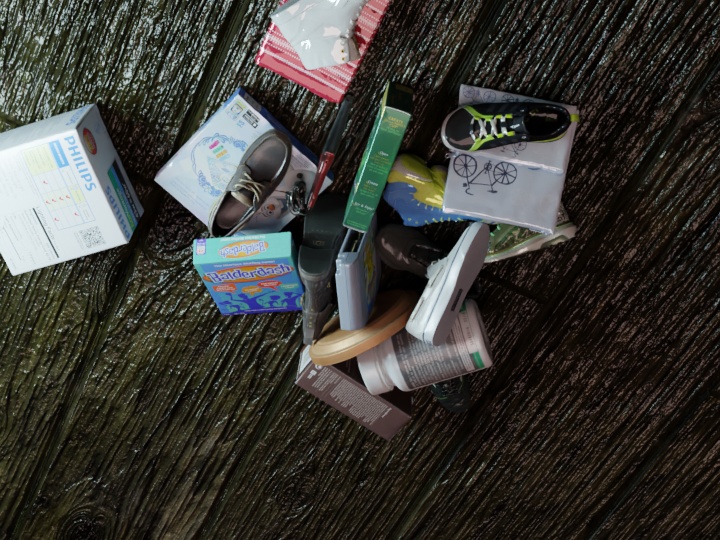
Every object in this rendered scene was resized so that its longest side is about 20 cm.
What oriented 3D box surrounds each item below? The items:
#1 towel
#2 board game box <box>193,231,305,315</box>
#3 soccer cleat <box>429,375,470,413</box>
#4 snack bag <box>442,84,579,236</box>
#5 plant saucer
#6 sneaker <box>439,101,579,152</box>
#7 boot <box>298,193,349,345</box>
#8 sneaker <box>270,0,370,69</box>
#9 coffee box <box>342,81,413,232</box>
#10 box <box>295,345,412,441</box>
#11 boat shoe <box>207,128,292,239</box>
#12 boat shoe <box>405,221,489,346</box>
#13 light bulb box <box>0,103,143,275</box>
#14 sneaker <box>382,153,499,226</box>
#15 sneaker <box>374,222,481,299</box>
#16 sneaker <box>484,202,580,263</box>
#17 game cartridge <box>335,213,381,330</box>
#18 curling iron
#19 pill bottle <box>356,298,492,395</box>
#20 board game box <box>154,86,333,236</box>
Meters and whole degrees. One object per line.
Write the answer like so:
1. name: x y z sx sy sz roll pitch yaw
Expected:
1. towel: -0.052 -0.357 1.469 0.144 0.023 0.200 25 115 -9
2. board game box: -0.167 0.009 1.602 0.151 0.045 0.200 -5 153 5
3. soccer cleat: 0.139 0.173 1.718 0.067 0.081 0.201 -17 117 11
4. snack bag: 0.222 -0.165 1.517 0.188 0.021 0.201 11 92 -5
5. plant saucer: 0.004 0.084 1.609 0.200 0.200 0.032 -27 102 16
6. sneaker: 0.215 -0.217 1.462 0.199 0.083 0.072 -8 90 -4
7. boot: -0.062 -0.004 1.599 0.069 0.201 0.175 13 142 8
8. sneaker: -0.014 -0.358 1.419 0.199 0.074 0.116 -23 114 25
9. coffee box: 0.027 -0.171 1.512 0.044 0.123 0.201 18 119 -5
10. box: -0.009 0.192 1.725 0.200 0.100 0.075 33 116 -14
11. boat shoe: -0.165 -0.121 1.523 0.074 0.073 0.200 28 116 -14
12. boat shoe: 0.130 0.014 1.527 0.066 0.072 0.201 24 92 30
13. light bulb box: -0.470 -0.124 1.553 0.199 0.125 0.199 -15 117 9
14. sneaker: 0.125 -0.106 1.580 0.199 0.076 0.105 26 131 -7
15. sneaker: 0.113 -0.015 1.597 0.199 0.091 0.076 29 83 -23
16. sneaker: 0.243 -0.065 1.606 0.199 0.077 0.089 -16 86 12
17. game cartridge: 0.000 0.000 1.561 0.040 0.200 0.134 4 121 10
18. curling iron: -0.057 -0.173 1.526 0.049 0.026 0.201 26 93 -43
19. pill bottle: 0.100 0.125 1.595 0.199 0.113 0.113 -18 117 10
20. board game box: -0.181 -0.147 1.576 0.199 0.043 0.200 -41 110 20
